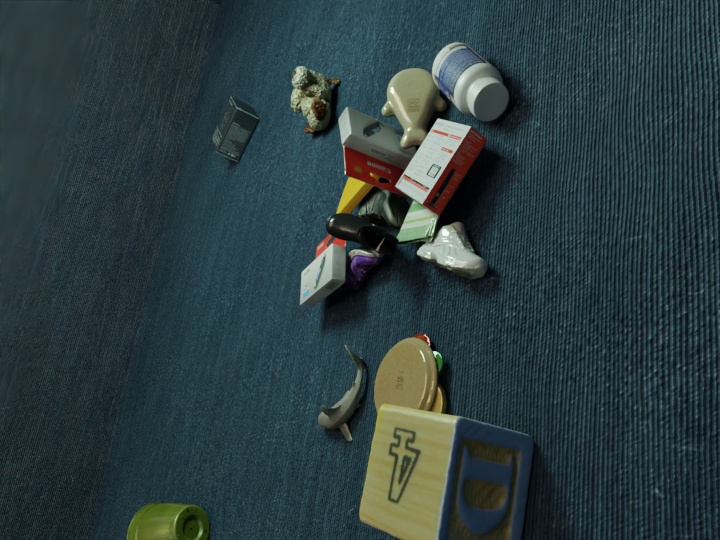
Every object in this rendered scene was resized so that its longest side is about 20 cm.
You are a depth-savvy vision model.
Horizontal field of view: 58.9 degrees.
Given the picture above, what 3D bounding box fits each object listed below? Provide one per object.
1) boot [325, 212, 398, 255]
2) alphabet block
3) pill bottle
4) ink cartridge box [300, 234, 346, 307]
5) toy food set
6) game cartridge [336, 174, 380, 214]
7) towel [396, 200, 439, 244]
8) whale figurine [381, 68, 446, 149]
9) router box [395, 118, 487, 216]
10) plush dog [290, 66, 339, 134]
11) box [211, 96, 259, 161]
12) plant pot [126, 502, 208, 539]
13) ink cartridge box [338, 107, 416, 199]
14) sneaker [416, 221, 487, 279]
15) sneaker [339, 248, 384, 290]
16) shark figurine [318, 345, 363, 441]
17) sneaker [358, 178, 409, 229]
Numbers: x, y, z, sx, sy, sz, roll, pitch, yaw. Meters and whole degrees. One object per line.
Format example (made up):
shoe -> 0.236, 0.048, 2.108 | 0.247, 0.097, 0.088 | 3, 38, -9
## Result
boot -> -0.002, -0.083, 1.445 | 0.200, 0.160, 0.067 | -100, 22, -80
alphabet block -> 0.140, 0.342, 1.044 | 0.198, 0.192, 0.201 | -7, 65, 55
pill bottle -> 0.237, -0.400, 1.363 | 0.112, 0.109, 0.202 | -54, 35, 23
ink cartridge box -> -0.094, -0.022, 1.620 | 0.199, 0.044, 0.181 | -38, 45, 55
toy food set -> 0.098, 0.232, 1.298 | 0.199, 0.048, 0.203 | -30, 49, 47
game cartridge -> 0.010, -0.235, 1.629 | 0.176, 0.032, 0.202 | -46, 19, 34
towel -> 0.154, -0.150, 1.386 | 0.204, 0.023, 0.152 | -65, 21, -12
whale figurine -> 0.129, -0.377, 1.525 | 0.104, 0.155, 0.205 | 69, -164, -73
router box -> 0.165, -0.224, 1.354 | 0.182, 0.048, 0.200 | -57, 20, 8
plush dog -> -0.137, -0.523, 2.006 | 0.200, 0.156, 0.177 | 122, 143, -73
box -> -0.514, -0.577, 2.602 | 0.202, 0.105, 0.149 | -59, 33, 19
plant pot -> -0.552, 0.780, 1.888 | 0.190, 0.199, 0.205 | -25, 52, 33
ink cartridge box -> 0.048, -0.272, 1.484 | 0.045, 0.196, 0.180 | -44, 41, 41
sneaker -> 0.190, -0.048, 1.284 | 0.199, 0.077, 0.101 | 27, 92, 57
sneaker -> 0.000, 0.000, 1.566 | 0.199, 0.079, 0.086 | -31, 62, 58
shark figurine -> -0.046, 0.293, 1.451 | 0.218, 0.088, 0.128 | -62, 34, 17
sneaker -> 0.056, -0.138, 1.536 | 0.115, 0.075, 0.201 | -55, 32, 25
